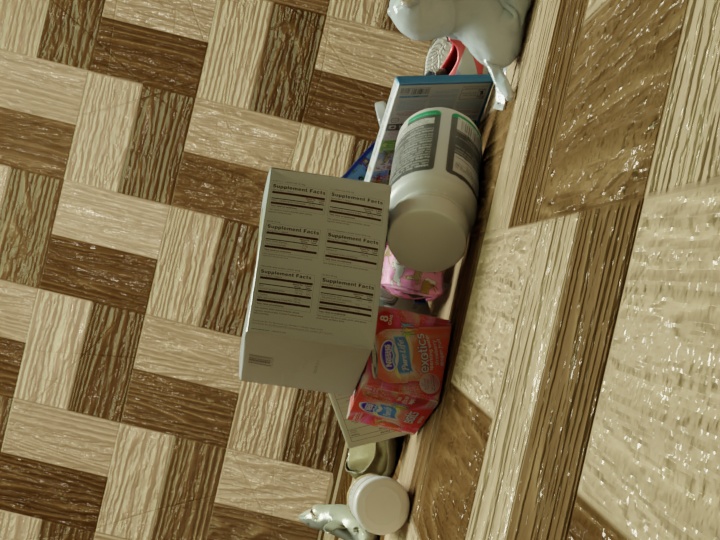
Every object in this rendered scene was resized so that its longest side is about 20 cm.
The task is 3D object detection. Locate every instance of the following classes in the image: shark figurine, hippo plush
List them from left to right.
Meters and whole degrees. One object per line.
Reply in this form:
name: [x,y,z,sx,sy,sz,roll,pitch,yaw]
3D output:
shark figurine: [-0.004,0.405,1.759,0.214,0.127,0.090,-134,30,-68]
hippo plush: [0.113,-0.303,1.416,0.159,0.159,0.202,162,122,-88]

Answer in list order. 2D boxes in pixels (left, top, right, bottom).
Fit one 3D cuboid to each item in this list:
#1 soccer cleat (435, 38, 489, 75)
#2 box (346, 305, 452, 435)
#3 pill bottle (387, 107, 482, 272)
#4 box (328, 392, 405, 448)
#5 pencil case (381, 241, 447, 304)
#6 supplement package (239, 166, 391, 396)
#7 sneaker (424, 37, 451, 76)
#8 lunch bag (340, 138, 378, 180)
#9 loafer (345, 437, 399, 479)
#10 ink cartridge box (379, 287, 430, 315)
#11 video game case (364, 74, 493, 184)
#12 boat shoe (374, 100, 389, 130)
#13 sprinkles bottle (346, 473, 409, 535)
soccer cleat: [0.128,-0.240,1.670,0.068,0.072,0.201,-111,31,-51]
box: [0.045,0.126,1.482,0.200,0.094,0.104,108,175,-71]
pill bottle: [0.089,-0.099,1.468,0.201,0.112,0.114,-78,2,-48]
box: [-0.003,0.131,1.643,0.078,0.094,0.202,-81,-25,-67]
pencil case: [0.087,-0.059,1.603,0.082,0.086,0.202,-2,71,54]
supplement package: [-0.056,0.017,1.415,0.192,0.145,0.202,110,167,-67]
sneaker: [0.161,-0.398,2.037,0.130,0.079,0.201,-63,-18,-73]
lunch bag: [0.028,-0.106,1.822,0.201,0.093,0.152,-70,-18,-58]
loafer: [0.016,0.272,1.788,0.201,0.067,0.077,105,177,-56]
ink cartridge box: [0.000,0.000,1.693,0.084,0.145,0.201,-51,-47,-41]
video game case: [0.088,-0.178,1.632,0.201,0.142,0.018,108,147,-41]
boat shoe: [0.071,-0.202,1.700,0.200,0.065,0.074,14,-121,-75]
sprinkles bottle: [0.020,0.292,1.521,0.200,0.068,0.069,113,170,-81]
